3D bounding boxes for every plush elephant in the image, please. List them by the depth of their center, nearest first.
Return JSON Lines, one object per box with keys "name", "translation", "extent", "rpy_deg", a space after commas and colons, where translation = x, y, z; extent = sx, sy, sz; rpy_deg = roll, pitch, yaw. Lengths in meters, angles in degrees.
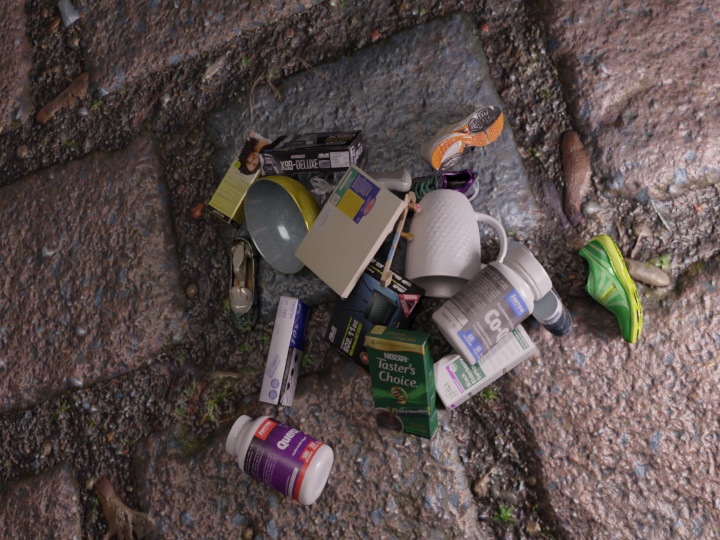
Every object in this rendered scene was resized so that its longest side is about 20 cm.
{"name": "plush elephant", "translation": [-0.008, -0.104, 1.245], "extent": [0.193, 0.157, 0.169], "rpy_deg": [10, 55, 3]}

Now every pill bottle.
{"name": "pill bottle", "translation": [0.231, 0.059, 1.101], "extent": [0.199, 0.114, 0.115], "rpy_deg": [-41, 72, -1]}
{"name": "pill bottle", "translation": [-0.156, 0.354, 1.199], "extent": [0.195, 0.113, 0.116], "rpy_deg": [21, 82, 16]}

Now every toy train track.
{"name": "toy train track", "translation": [0.077, -0.057, 1.142], "extent": [0.031, 0.116, 0.204], "rpy_deg": [16, 59, 7]}

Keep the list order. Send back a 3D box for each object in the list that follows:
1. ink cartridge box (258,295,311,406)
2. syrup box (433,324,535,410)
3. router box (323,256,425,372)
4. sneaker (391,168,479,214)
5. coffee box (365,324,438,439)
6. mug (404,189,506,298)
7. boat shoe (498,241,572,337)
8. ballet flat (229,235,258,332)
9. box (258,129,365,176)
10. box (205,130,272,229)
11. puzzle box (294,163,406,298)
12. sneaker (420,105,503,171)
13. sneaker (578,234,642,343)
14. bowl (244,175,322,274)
{"name": "ink cartridge box", "translation": [-0.148, 0.163, 1.253], "extent": [0.043, 0.094, 0.207], "rpy_deg": [7, 79, 14]}
{"name": "syrup box", "translation": [0.223, 0.171, 1.173], "extent": [0.197, 0.082, 0.080], "rpy_deg": [-34, 69, 2]}
{"name": "router box", "translation": [0.023, 0.086, 1.191], "extent": [0.148, 0.062, 0.204], "rpy_deg": [32, 126, 19]}
{"name": "sneaker", "translation": [0.141, -0.170, 1.269], "extent": [0.193, 0.088, 0.077], "rpy_deg": [-12, 74, 9]}
{"name": "coffee box", "translation": [0.076, 0.204, 1.147], "extent": [0.119, 0.044, 0.206], "rpy_deg": [8, 118, 28]}
{"name": "mug", "translation": [0.184, -0.053, 1.206], "extent": [0.192, 0.148, 0.182], "rpy_deg": [4, 73, 3]}
{"name": "boat shoe", "translation": [0.329, 0.038, 1.191], "extent": [0.070, 0.091, 0.203], "rpy_deg": [-35, 44, 15]}
{"name": "ballet flat", "translation": [-0.252, 0.025, 1.324], "extent": [0.072, 0.074, 0.208], "rpy_deg": [-6, 76, 11]}
{"name": "box", "translation": [-0.096, -0.247, 1.309], "extent": [0.193, 0.159, 0.051], "rpy_deg": [-1, 114, 13]}
{"name": "box", "translation": [-0.257, -0.200, 1.388], "extent": [0.074, 0.050, 0.204], "rpy_deg": [26, 84, 17]}
{"name": "puzzle box", "translation": [-0.020, -0.073, 1.130], "extent": [0.132, 0.025, 0.203], "rpy_deg": [38, 98, 26]}
{"name": "sneaker", "translation": [0.203, -0.284, 1.292], "extent": [0.197, 0.077, 0.092], "rpy_deg": [-32, 32, -14]}
{"name": "sneaker", "translation": [0.465, 0.038, 1.165], "extent": [0.082, 0.073, 0.206], "rpy_deg": [-24, 74, 32]}
{"name": "bowl", "translation": [-0.139, -0.109, 1.297], "extent": [0.200, 0.203, 0.107], "rpy_deg": [43, 46, 19]}
